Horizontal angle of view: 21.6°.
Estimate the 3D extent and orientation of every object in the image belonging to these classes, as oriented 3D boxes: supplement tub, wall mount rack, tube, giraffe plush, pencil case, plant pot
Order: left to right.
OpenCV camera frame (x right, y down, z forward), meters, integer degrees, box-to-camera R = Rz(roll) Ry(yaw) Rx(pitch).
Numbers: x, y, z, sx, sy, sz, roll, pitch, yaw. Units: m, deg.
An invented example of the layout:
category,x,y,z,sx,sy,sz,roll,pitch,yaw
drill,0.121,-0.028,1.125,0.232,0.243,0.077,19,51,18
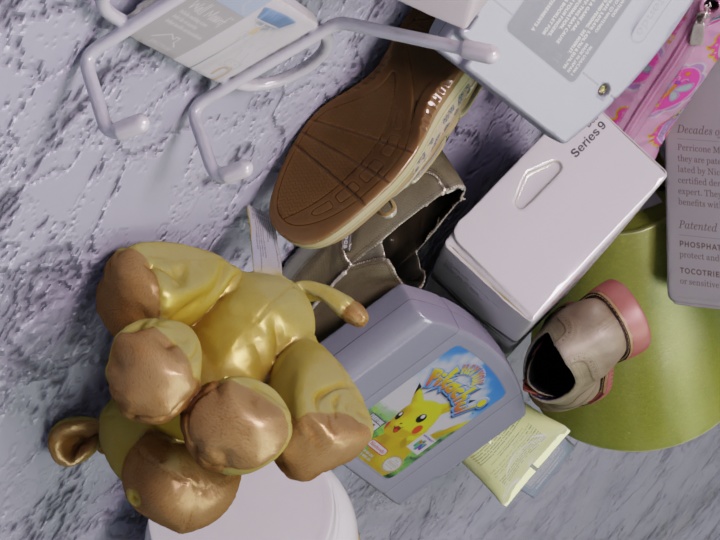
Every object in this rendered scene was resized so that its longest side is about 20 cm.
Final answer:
category,x,y,z,sx,sy,sz,roll,pitch,yaw
giraffe plush,-0.099,0.078,1.103,0.163,0.172,0.201,-54,-167,29
supplement tub,-0.069,0.204,1.297,0.145,0.145,0.201,-43,155,-19
wall mount rack,-0.036,-0.112,0.946,0.173,0.075,0.200,-27,162,18
tube,0.069,0.099,1.392,0.058,0.052,0.200,-25,130,37
plant pot,0.220,0.012,1.548,0.187,0.186,0.201,-40,138,-25
pencil case,0.213,-0.159,1.340,0.087,0.087,0.200,-32,161,-37

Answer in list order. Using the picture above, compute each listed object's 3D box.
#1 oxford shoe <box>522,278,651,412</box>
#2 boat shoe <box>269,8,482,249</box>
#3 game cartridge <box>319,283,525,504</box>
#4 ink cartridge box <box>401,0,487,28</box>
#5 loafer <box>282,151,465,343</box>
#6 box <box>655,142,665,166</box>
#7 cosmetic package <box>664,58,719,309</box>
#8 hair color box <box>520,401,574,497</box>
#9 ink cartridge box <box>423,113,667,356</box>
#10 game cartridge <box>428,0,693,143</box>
category,x,y,z,sx,sy,sz,roll,pitch,yaw
oxford shoe,0.138,0.063,1.336,0.074,0.071,0.200,-28,166,-17
boat shoe,0.024,-0.087,1.151,0.200,0.073,0.063,-49,153,-10
game cartridge,0.036,0.085,1.284,0.133,0.041,0.200,-40,145,5
ink cartridge box,0.068,-0.245,0.952,0.147,0.082,0.201,-54,166,-51
loafer,0.000,0.000,1.230,0.201,0.070,0.075,-59,155,14
box,0.267,-0.149,1.547,0.119,0.041,0.200,-53,154,0
cosmetic package,0.341,-0.081,1.434,0.167,0.165,0.202,-17,108,-47
hair color box,0.102,0.119,1.542,0.061,0.099,0.200,-50,156,0
ink cartridge box,0.123,-0.021,1.339,0.146,0.084,0.200,-47,174,-11
game cartridge,0.141,-0.182,1.118,0.133,0.041,0.201,32,94,-40
